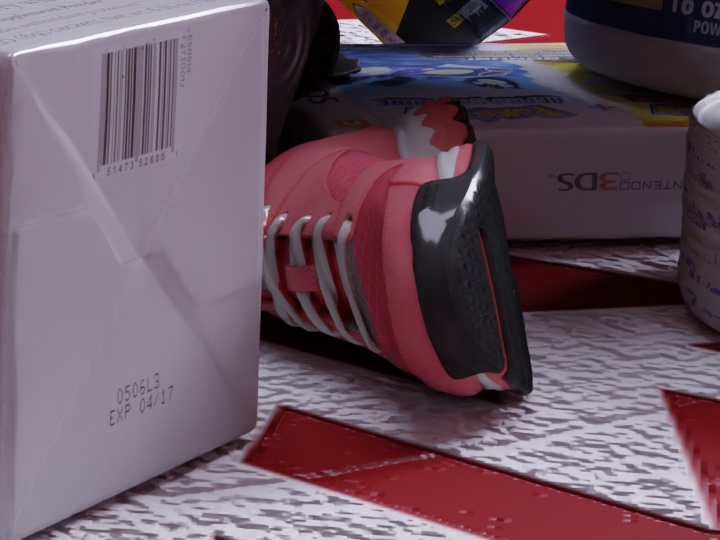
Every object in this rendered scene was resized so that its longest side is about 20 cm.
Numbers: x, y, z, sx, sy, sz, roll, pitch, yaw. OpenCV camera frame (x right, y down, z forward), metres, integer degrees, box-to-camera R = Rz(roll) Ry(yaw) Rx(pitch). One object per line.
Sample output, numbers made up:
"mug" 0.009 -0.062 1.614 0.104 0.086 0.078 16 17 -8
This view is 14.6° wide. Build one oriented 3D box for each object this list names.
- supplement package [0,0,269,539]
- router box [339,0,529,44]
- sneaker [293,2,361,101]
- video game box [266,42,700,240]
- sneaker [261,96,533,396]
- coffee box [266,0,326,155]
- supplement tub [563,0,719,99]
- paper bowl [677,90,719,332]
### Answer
"supplement package" -0.139 -0.018 0.731 0.199 0.120 0.121 9 15 27
"router box" 0.006 -0.157 1.171 0.149 0.051 0.200 43 -8 -3
"sneaker" -0.082 -0.092 0.976 0.199 0.060 0.104 6 15 -18
"video game box" 0.058 -0.051 1.051 0.199 0.047 0.182 -2 17 -16
"sneaker" 0.000 0.000 0.827 0.086 0.074 0.200 -12 10 0
"coffee box" -0.077 -0.126 0.814 0.044 0.123 0.200 6 -20 38
"supplement tub" 0.155 -0.167 1.026 0.144 0.201 0.144 6 13 -1
"paper bowl" 0.202 -0.034 0.884 0.200 0.105 0.201 3 15 -1
